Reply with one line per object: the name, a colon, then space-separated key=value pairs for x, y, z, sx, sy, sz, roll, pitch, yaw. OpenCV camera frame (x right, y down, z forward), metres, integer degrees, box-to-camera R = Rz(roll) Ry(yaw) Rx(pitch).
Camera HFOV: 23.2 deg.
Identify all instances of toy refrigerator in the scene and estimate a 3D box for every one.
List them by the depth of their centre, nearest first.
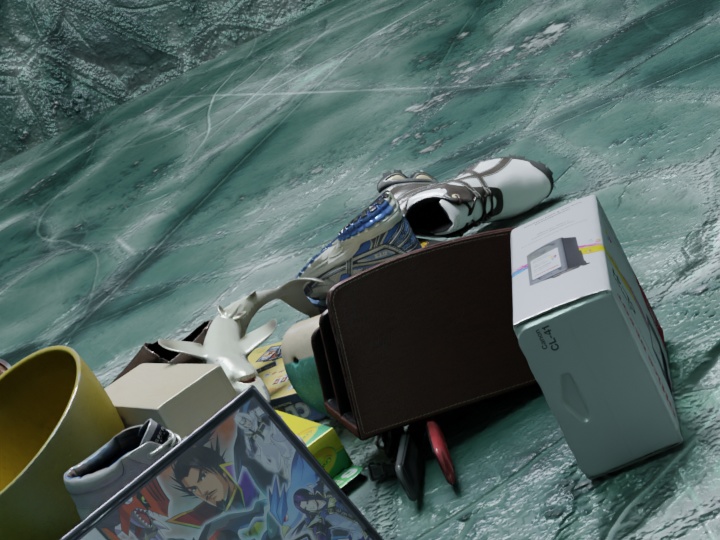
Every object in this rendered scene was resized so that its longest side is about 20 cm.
toy refrigerator: x=-0.184 y=0.137 z=1.655 sx=0.076 sy=0.070 sz=0.200 roll=-35 pitch=14 yaw=-25

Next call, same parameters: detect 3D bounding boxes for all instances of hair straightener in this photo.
hair straightener: x=0.034 y=0.146 z=1.501 sx=0.077 sy=0.041 sz=0.200 roll=-25 pitch=18 yaw=5

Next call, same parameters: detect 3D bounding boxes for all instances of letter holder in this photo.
letter holder: x=0.061 y=0.041 z=1.513 sx=0.199 sy=0.143 sz=0.101 roll=-17 pitch=14 yaw=-15

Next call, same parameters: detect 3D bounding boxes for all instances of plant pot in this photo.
plant pot: x=-0.284 y=0.192 z=1.622 sx=0.199 sy=0.142 sz=0.201 roll=-33 pitch=30 yaw=22

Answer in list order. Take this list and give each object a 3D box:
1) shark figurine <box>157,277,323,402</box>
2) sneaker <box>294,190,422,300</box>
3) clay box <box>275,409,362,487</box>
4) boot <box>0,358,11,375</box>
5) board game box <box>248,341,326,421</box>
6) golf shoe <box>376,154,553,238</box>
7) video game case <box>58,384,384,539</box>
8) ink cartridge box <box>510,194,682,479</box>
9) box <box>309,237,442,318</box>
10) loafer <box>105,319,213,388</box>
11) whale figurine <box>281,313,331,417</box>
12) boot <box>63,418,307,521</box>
shark figurine: x=-0.118 y=0.078 z=1.727 sx=0.127 sy=0.090 sz=0.215 roll=8 pitch=33 yaw=13
sneaker: x=0.000 y=0.000 z=1.768 sx=0.077 sy=0.085 sz=0.200 roll=-41 pitch=0 yaw=-31
clay box: x=-0.091 y=0.179 z=1.573 sx=0.115 sy=0.048 sz=0.200 roll=-36 pitch=19 yaw=-22
boot: x=-0.512 y=0.190 z=2.102 sx=0.200 sy=0.064 sz=0.186 roll=-37 pitch=7 yaw=-36
board game box: x=-0.100 y=0.120 z=1.767 sx=0.199 sy=0.035 sz=0.136 roll=-16 pitch=21 yaw=30
golf shoe: x=0.117 y=-0.068 z=1.892 sx=0.199 sy=0.078 sz=0.095 roll=-10 pitch=31 yaw=-2
video game case: x=-0.094 y=0.212 z=1.296 sx=0.200 sy=0.181 sz=0.026 roll=-38 pitch=-6 yaw=-30
ink cartridge box: x=0.184 y=0.048 z=1.386 sx=0.085 sy=0.148 sz=0.200 roll=-24 pitch=20 yaw=13
box: x=0.041 y=0.019 z=1.834 sx=0.137 sy=0.040 sz=0.200 roll=-36 pitch=20 yaw=-21
loafer: x=-0.225 y=0.109 z=1.911 sx=0.199 sy=0.071 sz=0.073 roll=-26 pitch=18 yaw=2
whale figurine: x=0.024 y=0.079 z=1.643 sx=0.199 sy=0.104 sz=0.159 roll=-11 pitch=-6 yaw=-35
boot: x=-0.149 y=0.165 z=1.470 sx=0.199 sy=0.096 sz=0.074 roll=-28 pitch=19 yaw=-1
